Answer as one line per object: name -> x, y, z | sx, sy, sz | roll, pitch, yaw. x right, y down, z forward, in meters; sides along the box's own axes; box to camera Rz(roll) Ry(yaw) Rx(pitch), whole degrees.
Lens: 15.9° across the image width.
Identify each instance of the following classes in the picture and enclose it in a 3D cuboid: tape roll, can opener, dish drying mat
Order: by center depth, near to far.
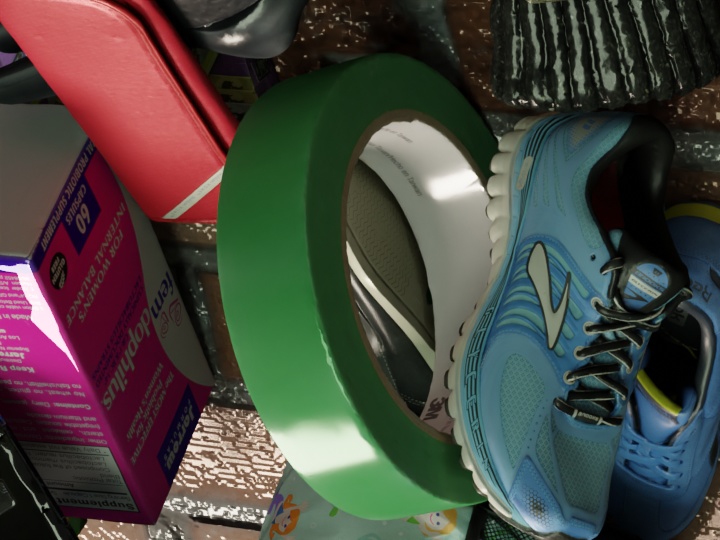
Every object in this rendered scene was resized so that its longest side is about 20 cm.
tape roll -> 0.014, 0.007, 1.131 | 0.048, 0.201, 0.201 | -13, 118, 32
dish drying mat -> -0.099, -0.075, 1.152 | 0.077, 0.018, 0.200 | 3, 153, 21
can opener -> -0.098, -0.120, 1.155 | 0.200, 0.064, 0.079 | -12, 146, 41

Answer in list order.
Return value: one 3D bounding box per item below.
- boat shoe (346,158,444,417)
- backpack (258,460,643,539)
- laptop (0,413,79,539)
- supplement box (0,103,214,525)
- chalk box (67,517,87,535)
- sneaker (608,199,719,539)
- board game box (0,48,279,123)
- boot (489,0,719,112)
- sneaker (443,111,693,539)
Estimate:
boat shoe -> 0.000, 0.000, 1.220 | 0.067, 0.072, 0.200 | -13, 121, 32
backpack -> 0.040, 0.163, 1.249 | 0.199, 0.151, 0.178 | 27, 169, 5
laptop -> -0.179, 0.149, 1.297 | 0.177, 0.103, 0.200 | -33, 89, 32
supplement box -> -0.156, 0.024, 1.266 | 0.103, 0.101, 0.200 | 4, 139, 20
chalk box -> -0.243, 0.088, 1.368 | 0.124, 0.124, 0.201 | 6, 126, 22
sneaker -> 0.137, 0.064, 1.201 | 0.066, 0.079, 0.201 | 16, 131, 11
board game box -> -0.135, -0.091, 1.244 | 0.199, 0.032, 0.120 | -2, 128, 25
boot -> 0.049, -0.147, 1.080 | 0.210, 0.080, 0.158 | 7, 127, 20
sneaker -> 0.095, 0.019, 1.105 | 0.078, 0.201, 0.090 | 18, 159, -37
